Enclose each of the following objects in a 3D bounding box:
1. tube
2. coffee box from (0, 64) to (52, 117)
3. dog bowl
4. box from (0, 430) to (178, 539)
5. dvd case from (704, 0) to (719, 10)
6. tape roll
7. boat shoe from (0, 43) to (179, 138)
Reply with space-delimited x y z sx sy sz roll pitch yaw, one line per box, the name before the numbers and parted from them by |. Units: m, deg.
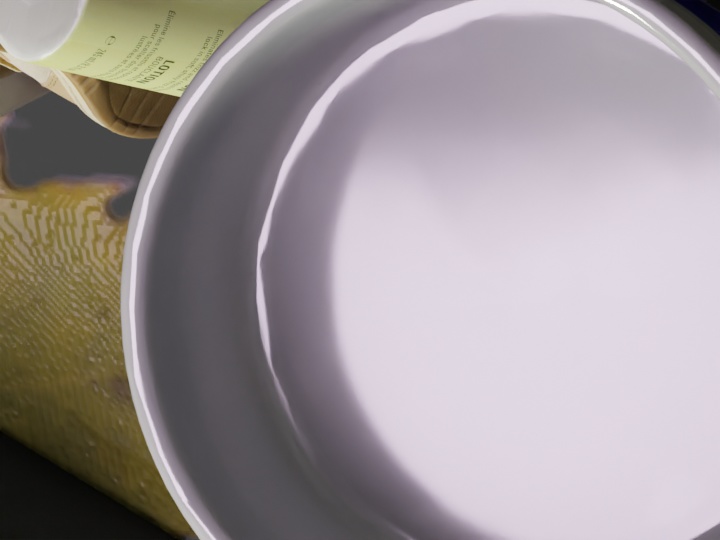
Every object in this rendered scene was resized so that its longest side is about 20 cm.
tube | -0.026 -0.074 0.863 0.058 0.200 0.052 25 101 44
coffee box | -0.169 -0.153 0.957 0.080 0.114 0.200 -6 107 36
dog bowl | 0.038 0.009 0.741 0.200 0.079 0.201 2 95 20
box | -0.157 0.186 1.114 0.148 0.104 0.200 30 124 19
dvd case | 0.181 -0.067 0.784 0.146 0.022 0.200 -42 82 18
tape roll | 0.129 0.043 0.776 0.200 0.048 0.201 2 96 21
boat shoe | -0.105 -0.101 0.904 0.069 0.200 0.074 34 91 24
